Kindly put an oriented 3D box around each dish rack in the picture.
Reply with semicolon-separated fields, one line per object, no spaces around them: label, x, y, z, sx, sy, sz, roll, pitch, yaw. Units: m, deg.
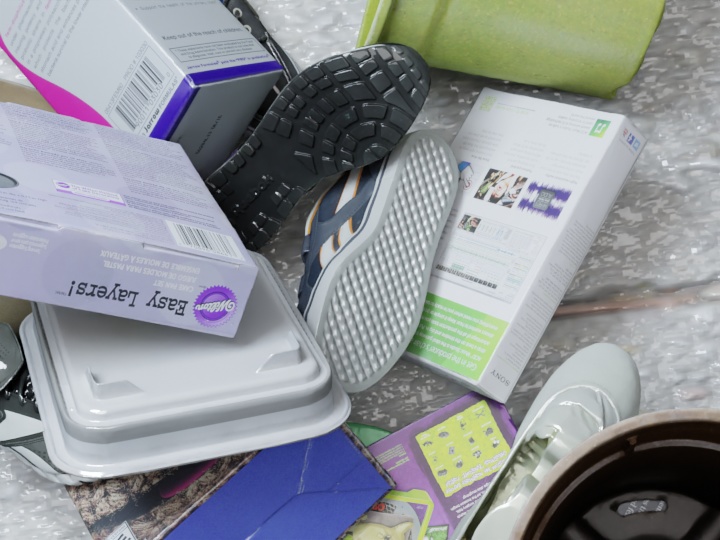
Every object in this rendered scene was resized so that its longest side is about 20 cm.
dish rack;-0.108;0.040;0.923;0.169;0.200;0.044;-10;118;-15

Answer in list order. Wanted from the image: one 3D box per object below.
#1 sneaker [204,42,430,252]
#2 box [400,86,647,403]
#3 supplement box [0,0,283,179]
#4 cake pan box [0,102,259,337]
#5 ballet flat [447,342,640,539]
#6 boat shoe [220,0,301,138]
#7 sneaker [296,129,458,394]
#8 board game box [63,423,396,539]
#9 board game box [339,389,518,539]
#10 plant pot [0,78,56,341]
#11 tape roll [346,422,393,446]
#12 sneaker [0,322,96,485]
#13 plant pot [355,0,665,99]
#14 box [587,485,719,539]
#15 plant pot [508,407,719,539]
sneaker;-0.033;-0.096;1.071;0.199;0.088;0.076;-35;103;26
box;0.089;-0.022;1.064;0.144;0.036;0.201;21;77;51
supplement box;-0.164;-0.161;1.078;0.200;0.103;0.102;47;123;16
cake pan box;-0.168;-0.038;0.903;0.198;0.184;0.053;11;113;-28
ballet flat;0.114;0.131;0.986;0.069;0.069;0.201;36;83;9
boat shoe;-0.104;-0.176;1.132;0.070;0.066;0.201;-34;79;-3
sneaker;0.000;0.000;1.046;0.078;0.079;0.201;43;54;-26
board game box;-0.100;0.113;1.005;0.159;0.097;0.200;-42;36;-5
board game box;0.026;0.171;1.029;0.198;0.032;0.121;-27;76;-2
plant pot;-0.238;-0.024;1.065;0.199;0.200;0.136;30;112;8
tape roll;-0.015;0.205;1.063;0.197;0.048;0.203;-1;79;3
sneaker;-0.208;0.077;0.976;0.199;0.091;0.067;7;54;45
plant pot;0.110;-0.206;1.077;0.182;0.200;0.203;17;80;-5
box;0.229;0.221;1.015;0.199;0.107;0.149;31;82;10
plant pot;0.171;0.187;0.870;0.197;0.198;0.203;-1;79;3
